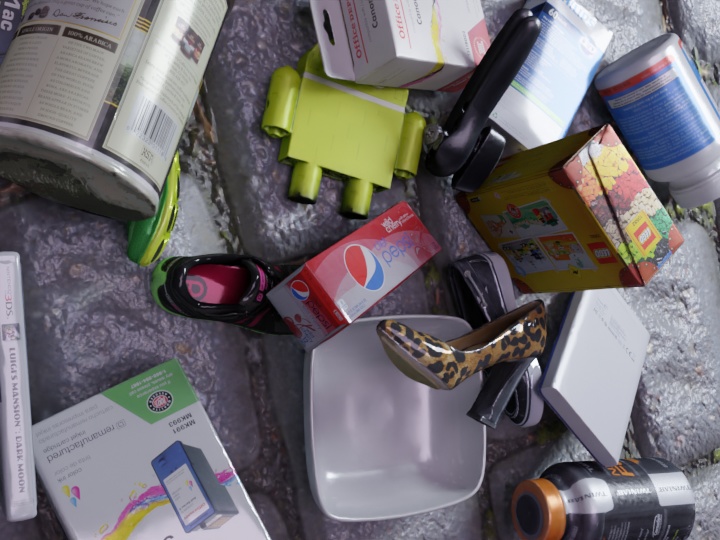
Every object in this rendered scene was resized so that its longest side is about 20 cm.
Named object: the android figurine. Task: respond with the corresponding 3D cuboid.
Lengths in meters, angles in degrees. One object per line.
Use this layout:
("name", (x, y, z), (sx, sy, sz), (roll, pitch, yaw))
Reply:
("android figurine", (-0.014, -0.160, 0.882), (0.182, 0.041, 0.201), (17, 81, -23))

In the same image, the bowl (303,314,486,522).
("bowl", (0.028, 0.148, 0.858), (0.199, 0.075, 0.201), (-1, 86, -25))

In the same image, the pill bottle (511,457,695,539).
("pill bottle", (0.272, 0.270, 0.947), (0.200, 0.106, 0.107), (4, 85, -25))

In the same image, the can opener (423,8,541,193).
("can opener", (0.128, -0.181, 0.877), (0.078, 0.063, 0.200), (13, 115, -26))

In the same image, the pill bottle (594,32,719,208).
("pill bottle", (0.386, -0.181, 1.033), (0.112, 0.112, 0.200), (-38, 102, -23))

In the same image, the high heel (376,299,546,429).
("high heel", (0.104, 0.054, 0.817), (0.200, 0.071, 0.143), (37, 77, -36))

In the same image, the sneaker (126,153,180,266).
("sneaker", (-0.211, -0.101, 0.773), (0.083, 0.074, 0.201), (-2, 82, -11))

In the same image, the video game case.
("video game case", (-0.278, 0.084, 0.648), (0.023, 0.200, 0.182), (-4, 88, -27))

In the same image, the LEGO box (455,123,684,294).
("LEGO box", (0.216, -0.057, 0.893), (0.077, 0.200, 0.149), (-43, 104, -21))

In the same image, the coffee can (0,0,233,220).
("coffee can", (-0.201, -0.161, 0.662), (0.146, 0.146, 0.200), (23, 72, -22))

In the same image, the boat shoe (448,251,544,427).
("boat shoe", (0.144, 0.081, 0.920), (0.068, 0.072, 0.201), (-14, 90, -27))

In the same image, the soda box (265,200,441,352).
("soda box", (0.000, 0.000, 0.808), (0.070, 0.063, 0.200), (53, 37, 0))

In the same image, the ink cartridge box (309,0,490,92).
("ink cartridge box", (0.045, -0.257, 0.865), (0.200, 0.067, 0.117), (-7, 81, -42))

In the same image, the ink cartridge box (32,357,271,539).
("ink cartridge box", (-0.182, 0.200, 0.720), (0.145, 0.088, 0.200), (-24, 81, -25))

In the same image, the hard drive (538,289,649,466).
("hard drive", (0.276, 0.105, 0.963), (0.132, 0.025, 0.200), (49, 47, -19))

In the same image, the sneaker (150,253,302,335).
("sneaker", (-0.098, 0.024, 0.802), (0.200, 0.084, 0.077), (3, 86, -25))

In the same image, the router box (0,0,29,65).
("router box", (-0.330, -0.198, 0.721), (0.150, 0.062, 0.201), (9, 82, -26))

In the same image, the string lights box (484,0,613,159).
("string lights box", (0.212, -0.226, 0.982), (0.103, 0.059, 0.200), (34, 73, -20))
